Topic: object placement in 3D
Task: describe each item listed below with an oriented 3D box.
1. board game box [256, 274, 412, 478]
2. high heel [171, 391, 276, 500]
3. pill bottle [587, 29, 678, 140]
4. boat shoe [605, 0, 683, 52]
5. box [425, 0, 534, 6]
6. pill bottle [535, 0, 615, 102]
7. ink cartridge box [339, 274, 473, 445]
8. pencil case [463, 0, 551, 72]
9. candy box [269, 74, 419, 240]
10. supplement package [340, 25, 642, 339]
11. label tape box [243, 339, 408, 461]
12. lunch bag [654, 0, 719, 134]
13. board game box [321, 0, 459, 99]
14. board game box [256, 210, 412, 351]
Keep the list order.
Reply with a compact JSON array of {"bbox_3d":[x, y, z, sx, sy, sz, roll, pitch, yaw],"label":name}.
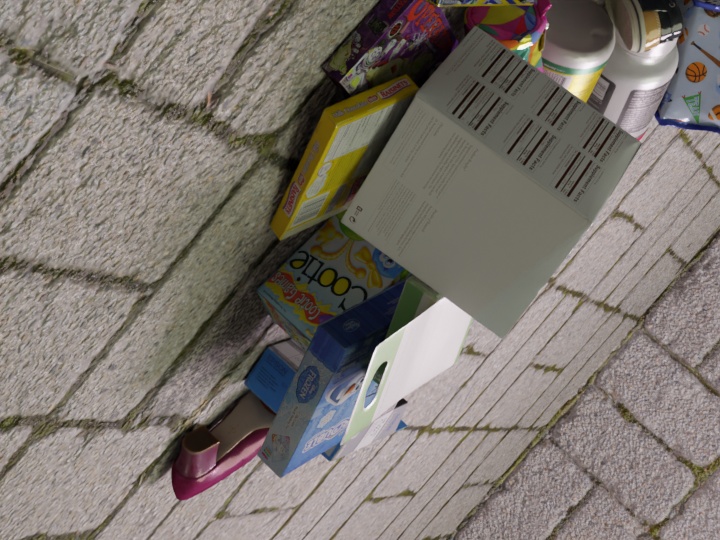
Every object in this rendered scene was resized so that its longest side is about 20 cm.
[{"bbox_3d":[-0.002,0.107,1.713,0.200,0.043,0.199,-27,151,-46],"label":"board game box"},{"bbox_3d":[-0.140,0.202,1.913,0.199,0.067,0.096,-18,143,-33],"label":"high heel"},{"bbox_3d":[0.323,-0.242,1.969,0.111,0.111,0.200,-38,160,-29],"label":"pill bottle"},{"bbox_3d":[0.292,-0.294,1.694,0.062,0.200,0.075,-9,126,0],"label":"boat shoe"},{"bbox_3d":[0.095,-0.273,1.414,0.200,0.070,0.065,-18,132,-59],"label":"box"},{"bbox_3d":[0.191,-0.199,1.747,0.113,0.113,0.200,-34,158,-37],"label":"pill bottle"},{"bbox_3d":[0.044,0.072,1.620,0.200,0.048,0.146,-30,149,-43],"label":"ink cartridge box"},{"bbox_3d":[0.151,-0.184,1.637,0.088,0.088,0.200,-37,143,-30],"label":"pencil case"},{"bbox_3d":[-0.018,-0.105,1.542,0.102,0.026,0.200,-29,163,-32],"label":"candy box"},{"bbox_3d":[0.125,-0.084,1.557,0.147,0.200,0.191,-51,176,-44],"label":"supplement package"},{"bbox_3d":[-0.024,0.140,1.921,0.063,0.144,0.200,-57,161,23],"label":"label tape box"},{"bbox_3d":[0.439,-0.281,2.063,0.200,0.123,0.171,-92,-163,-68],"label":"lunch bag"},{"bbox_3d":[0.035,-0.198,1.525,0.120,0.032,0.200,-52,163,0],"label":"board game box"},{"bbox_3d":[0.000,0.000,1.739,0.200,0.103,0.105,-45,162,-9],"label":"board game box"}]
